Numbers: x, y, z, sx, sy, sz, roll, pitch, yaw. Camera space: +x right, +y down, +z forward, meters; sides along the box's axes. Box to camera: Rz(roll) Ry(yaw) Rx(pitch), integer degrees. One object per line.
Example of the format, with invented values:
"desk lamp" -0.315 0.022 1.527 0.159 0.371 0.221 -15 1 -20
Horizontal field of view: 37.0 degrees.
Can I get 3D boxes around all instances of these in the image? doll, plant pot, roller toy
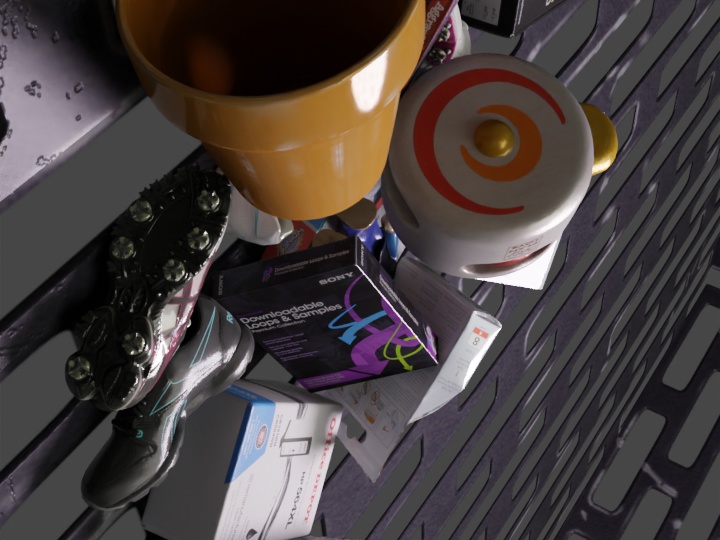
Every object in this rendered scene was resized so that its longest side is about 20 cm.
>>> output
"doll" 0.000 0.000 1.057 0.137 0.048 0.200 -60 160 -11
"plant pot" -0.050 -0.138 0.759 0.201 0.199 0.184 -55 157 -23
"roller toy" 0.114 -0.094 0.970 0.183 0.199 0.140 -62 174 -17

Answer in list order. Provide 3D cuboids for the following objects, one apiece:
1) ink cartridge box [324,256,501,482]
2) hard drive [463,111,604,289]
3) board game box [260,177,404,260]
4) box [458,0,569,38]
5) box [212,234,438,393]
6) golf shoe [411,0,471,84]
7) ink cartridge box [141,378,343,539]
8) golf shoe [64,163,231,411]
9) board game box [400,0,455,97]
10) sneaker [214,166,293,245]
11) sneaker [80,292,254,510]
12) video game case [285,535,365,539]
"ink cartridge box" 0.047 0.103 1.121 0.050 0.162 0.201 23 100 -31
"hard drive" 0.173 -0.084 1.121 0.131 0.026 0.201 9 105 -38
"board game box" -0.015 -0.031 1.106 0.154 0.040 0.200 -60 155 -12
"box" 0.174 -0.369 1.126 0.164 0.086 0.201 -39 144 -45
"box" -0.027 0.047 0.997 0.200 0.142 0.036 51 31 -49
"golf shoe" 0.075 -0.233 1.082 0.200 0.075 0.092 85 29 -60
"ink cartridge box" -0.107 0.186 1.048 0.200 0.084 0.147 15 90 -64
"golf shoe" -0.159 0.013 0.830 0.201 0.077 0.088 -63 169 -7
"board game box" 0.050 -0.196 0.966 0.200 0.019 0.103 -58 -177 45
"sneaker" -0.058 -0.115 0.899 0.070 0.080 0.201 12 100 -63
"sneaker" -0.174 0.105 0.899 0.200 0.075 0.079 -55 134 -25
"video game case" -0.104 0.278 1.048 0.200 0.181 0.024 16 74 -65
